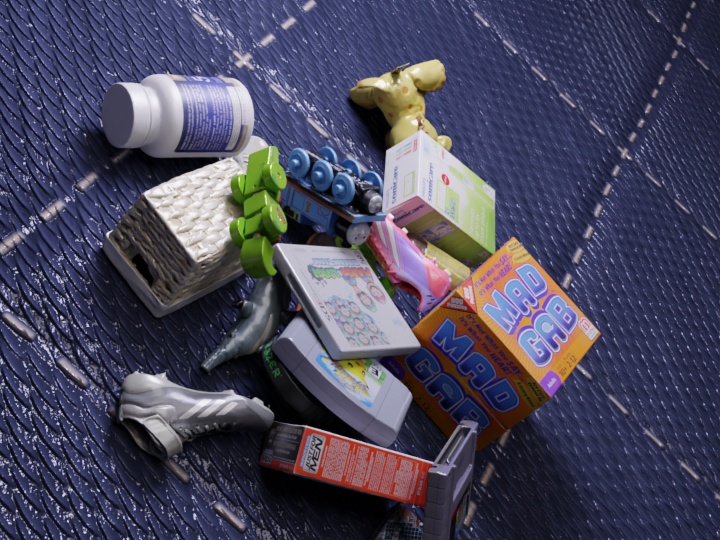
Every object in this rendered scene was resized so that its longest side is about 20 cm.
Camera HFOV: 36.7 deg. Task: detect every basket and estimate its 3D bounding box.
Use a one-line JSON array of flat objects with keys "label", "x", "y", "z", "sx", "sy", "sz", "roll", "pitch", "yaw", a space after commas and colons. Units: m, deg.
[{"label": "basket", "x": -0.223, "y": -0.050, "z": 1.469, "sx": 0.136, "sy": 0.123, "sz": 0.200, "roll": 51, "pitch": 41, "yaw": 6}]

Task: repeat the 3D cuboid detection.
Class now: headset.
[{"label": "headset", "x": -0.050, "y": 0.152, "z": 1.459, "sx": 0.200, "sy": 0.094, "sz": 0.124, "roll": 42, "pitch": 17, "yaw": -43}]

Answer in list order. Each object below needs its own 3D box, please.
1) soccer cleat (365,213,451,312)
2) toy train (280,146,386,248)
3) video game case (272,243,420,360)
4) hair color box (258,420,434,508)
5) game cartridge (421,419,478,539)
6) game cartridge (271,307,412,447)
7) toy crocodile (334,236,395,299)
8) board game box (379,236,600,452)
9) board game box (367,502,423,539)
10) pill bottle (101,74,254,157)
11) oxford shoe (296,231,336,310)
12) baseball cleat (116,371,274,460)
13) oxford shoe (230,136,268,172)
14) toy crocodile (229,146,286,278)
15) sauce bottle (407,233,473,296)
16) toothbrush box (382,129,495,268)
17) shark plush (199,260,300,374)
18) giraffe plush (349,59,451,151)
[{"label": "soccer cleat", "x": 0.051, "y": -0.022, "z": 1.641, "sx": 0.076, "sy": 0.067, "sz": 0.200, "roll": -44, "pitch": 71, "yaw": -11}, {"label": "toy train", "x": -0.044, "y": -0.111, "z": 1.629, "sx": 0.086, "sy": 0.115, "sz": 0.199, "roll": -9, "pitch": 31, "yaw": -42}, {"label": "video game case", "x": -0.018, "y": 0.042, "z": 1.507, "sx": 0.199, "sy": 0.024, "sz": 0.183, "roll": 3, "pitch": 49, "yaw": -56}, {"label": "hair color box", "x": -0.016, "y": 0.250, "z": 1.398, "sx": 0.199, "sy": 0.111, "sz": 0.064, "roll": 21, "pitch": 77, "yaw": -25}, {"label": "game cartridge", "x": 0.122, "y": 0.293, "z": 1.446, "sx": 0.200, "sy": 0.038, "sz": 0.131, "roll": -34, "pitch": 126, "yaw": -69}, {"label": "game cartridge", "x": -0.021, "y": 0.138, "z": 1.425, "sx": 0.200, "sy": 0.041, "sz": 0.133, "roll": 41, "pitch": 27, "yaw": -3}, {"label": "toy crocodile", "x": 0.000, "y": 0.000, "z": 1.672, "sx": 0.067, "sy": 0.062, "sz": 0.201, "roll": 9, "pitch": 48, "yaw": -36}, {"label": "board game box", "x": 0.195, "y": 0.115, "z": 1.628, "sx": 0.200, "sy": 0.200, "sz": 0.200, "roll": 48, "pitch": 41, "yaw": 3}, {"label": "board game box", "x": 0.048, "y": 0.410, "z": 1.388, "sx": 0.136, "sy": 0.035, "sz": 0.200, "roll": 45, "pitch": 40, "yaw": -1}, {"label": "pill bottle", "x": -0.266, "y": -0.223, "z": 1.577, "sx": 0.199, "sy": 0.120, "sz": 0.120, "roll": -6, "pitch": 62, "yaw": -43}, {"label": "oxford shoe", "x": -0.048, "y": 0.013, "z": 1.602, "sx": 0.071, "sy": 0.073, "sz": 0.201, "roll": 23, "pitch": 45, "yaw": -25}, {"label": "baseball cleat", "x": -0.205, "y": 0.192, "z": 1.341, "sx": 0.198, "sy": 0.070, "sz": 0.107, "roll": 16, "pitch": 54, "yaw": -18}, {"label": "oxford shoe", "x": -0.167, "y": -0.140, "z": 1.641, "sx": 0.075, "sy": 0.058, "sz": 0.201, "roll": 30, "pitch": 41, "yaw": -14}, {"label": "toy crocodile", "x": -0.128, "y": -0.081, "z": 1.426, "sx": 0.062, "sy": 0.067, "sz": 0.201, "roll": 47, "pitch": 30, "yaw": -44}, {"label": "sauce bottle", "x": 0.098, "y": -0.018, "z": 1.758, "sx": 0.199, "sy": 0.065, "sz": 0.065, "roll": 34, "pitch": 42, "yaw": -16}, {"label": "toothbrush box", "x": 0.133, "y": -0.112, "z": 1.811, "sx": 0.199, "sy": 0.086, "sz": 0.147, "roll": 34, "pitch": 45, "yaw": -32}, {"label": "shark plush", "x": -0.160, "y": 0.064, "z": 1.463, "sx": 0.090, "sy": 0.084, "sz": 0.200, "roll": 24, "pitch": 50, "yaw": 37}, {"label": "giraffe plush", "x": 0.083, "y": -0.266, "z": 1.892, "sx": 0.200, "sy": 0.171, "sz": 0.164, "roll": -85, "pitch": 158, "yaw": -85}]
